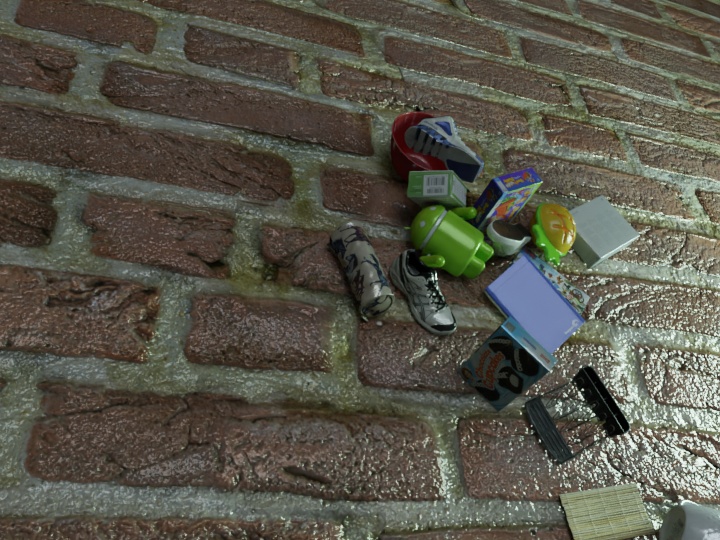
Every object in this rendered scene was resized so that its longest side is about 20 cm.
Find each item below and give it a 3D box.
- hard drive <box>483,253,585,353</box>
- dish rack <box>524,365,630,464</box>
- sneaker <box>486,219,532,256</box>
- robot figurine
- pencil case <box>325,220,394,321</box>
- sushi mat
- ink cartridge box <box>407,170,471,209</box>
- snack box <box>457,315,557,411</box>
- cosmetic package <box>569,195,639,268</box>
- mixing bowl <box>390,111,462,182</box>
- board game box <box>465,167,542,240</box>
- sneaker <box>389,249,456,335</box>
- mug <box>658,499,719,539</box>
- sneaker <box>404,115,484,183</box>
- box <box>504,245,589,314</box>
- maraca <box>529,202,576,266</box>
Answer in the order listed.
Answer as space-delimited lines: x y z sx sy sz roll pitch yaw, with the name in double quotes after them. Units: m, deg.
0.389 0.080 1.340 0.131 0.025 0.201 -38 79 -12 "hard drive"
0.439 0.298 1.227 0.197 0.055 0.155 -14 62 -29 "dish rack"
0.334 -0.064 1.393 0.198 0.085 0.073 2 47 -54 "sneaker"
0.197 -0.067 1.347 0.198 0.116 0.176 35 68 5 "robot figurine"
0.000 0.000 1.245 0.077 0.089 0.203 12 47 -50 "pencil case"
0.474 0.468 1.147 0.196 0.012 0.097 1 56 -21 "sushi mat"
0.189 -0.180 1.399 0.102 0.199 0.061 2 85 23 "ink cartridge box"
0.275 0.184 1.146 0.116 0.201 0.037 43 55 13 "snack box"
0.631 -0.108 1.596 0.198 0.052 0.152 -22 69 -33 "cosmetic package"
0.153 -0.285 1.489 0.196 0.109 0.203 10 54 -14 "mixing bowl"
0.318 -0.144 1.397 0.133 0.201 0.045 -19 64 -31 "board game box"
0.138 0.045 1.263 0.075 0.088 0.201 -28 72 -37 "sneaker"
0.661 0.512 1.124 0.173 0.150 0.200 26 20 7 "mug"
0.211 -0.305 1.406 0.197 0.081 0.116 32 53 4 "sneaker"
0.431 0.050 1.410 0.199 0.038 0.137 39 51 7 "box"
0.470 -0.092 1.474 0.138 0.106 0.200 52 40 -7 "maraca"
